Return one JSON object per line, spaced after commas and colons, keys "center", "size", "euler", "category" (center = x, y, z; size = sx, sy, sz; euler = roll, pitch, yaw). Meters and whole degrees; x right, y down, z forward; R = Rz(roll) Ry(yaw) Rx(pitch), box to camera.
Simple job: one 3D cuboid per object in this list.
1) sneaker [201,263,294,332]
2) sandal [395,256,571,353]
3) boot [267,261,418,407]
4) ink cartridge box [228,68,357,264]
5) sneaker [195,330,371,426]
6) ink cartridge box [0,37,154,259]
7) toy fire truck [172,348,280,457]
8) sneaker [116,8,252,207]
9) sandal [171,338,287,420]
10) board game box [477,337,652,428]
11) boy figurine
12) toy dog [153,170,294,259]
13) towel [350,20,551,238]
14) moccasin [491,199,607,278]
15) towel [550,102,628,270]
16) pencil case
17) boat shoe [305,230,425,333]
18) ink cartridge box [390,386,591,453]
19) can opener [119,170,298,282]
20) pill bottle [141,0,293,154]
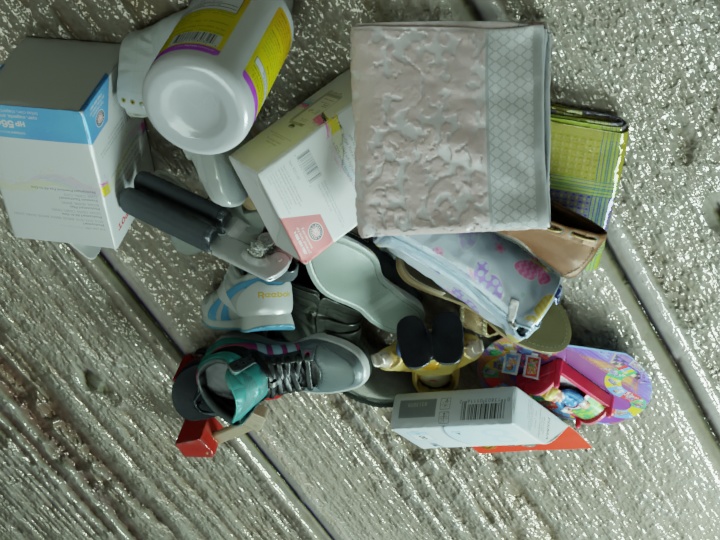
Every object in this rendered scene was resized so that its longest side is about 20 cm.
{"center": [-0.125, 0.027, 1.510], "size": [0.076, 0.082, 0.199], "euler": [-2, 179, -27], "category": "sneaker"}
{"center": [0.127, 0.030, 1.467], "size": [0.210, 0.078, 0.070], "euler": [26, 158, -12], "category": "sandal"}
{"center": [-0.010, 0.075, 1.534], "size": [0.198, 0.068, 0.131], "euler": [25, 139, -1], "category": "boot"}
{"center": [-0.017, -0.116, 1.336], "size": [0.067, 0.199, 0.117], "euler": [32, 154, 53], "category": "ink cartridge box"}
{"center": [-0.097, 0.117, 1.461], "size": [0.198, 0.121, 0.085], "euler": [1, 114, 25], "category": "sneaker"}
{"center": [-0.305, -0.124, 1.423], "size": [0.124, 0.129, 0.202], "euler": [7, 131, 13], "category": "ink cartridge box"}
{"center": [-0.160, 0.161, 1.677], "size": [0.198, 0.049, 0.142], "euler": [-11, 126, 25], "category": "toy fire truck"}
{"center": [-0.181, -0.155, 1.366], "size": [0.115, 0.073, 0.202], "euler": [-12, 93, 31], "category": "sneaker"}
{"center": [-0.156, 0.132, 1.585], "size": [0.199, 0.043, 0.076], "euler": [-28, 115, 37], "category": "sandal"}
{"center": [0.226, 0.142, 1.515], "size": [0.198, 0.039, 0.159], "euler": [8, 145, 12], "category": "board game box"}
{"center": [0.073, 0.095, 1.476], "size": [0.123, 0.065, 0.200], "euler": [-7, 163, 1], "category": "boy figurine"}
{"center": [-0.121, -0.072, 1.454], "size": [0.198, 0.097, 0.133], "euler": [10, 137, 30], "category": "toy dog"}
{"center": [0.086, -0.133, 1.269], "size": [0.189, 0.032, 0.203], "euler": [-1, 96, 7], "category": "towel"}
{"center": [0.154, -0.069, 1.331], "size": [0.200, 0.074, 0.078], "euler": [34, 118, -7], "category": "moccasin"}
{"center": [0.190, -0.086, 1.368], "size": [0.142, 0.023, 0.201], "euler": [9, 132, 9], "category": "towel"}
{"center": [0.109, -0.010, 1.386], "size": [0.199, 0.091, 0.083], "euler": [36, 144, -6], "category": "pencil case"}
{"center": [0.000, 0.000, 1.436], "size": [0.075, 0.061, 0.200], "euler": [-25, 141, 15], "category": "boat shoe"}
{"center": [0.152, 0.191, 1.542], "size": [0.159, 0.048, 0.200], "euler": [-8, 150, 34], "category": "ink cartridge box"}
{"center": [-0.158, -0.038, 1.395], "size": [0.199, 0.053, 0.067], "euler": [27, 144, 11], "category": "can opener"}
{"center": [-0.123, -0.204, 1.245], "size": [0.103, 0.201, 0.105], "euler": [9, 133, 10], "category": "pill bottle"}
